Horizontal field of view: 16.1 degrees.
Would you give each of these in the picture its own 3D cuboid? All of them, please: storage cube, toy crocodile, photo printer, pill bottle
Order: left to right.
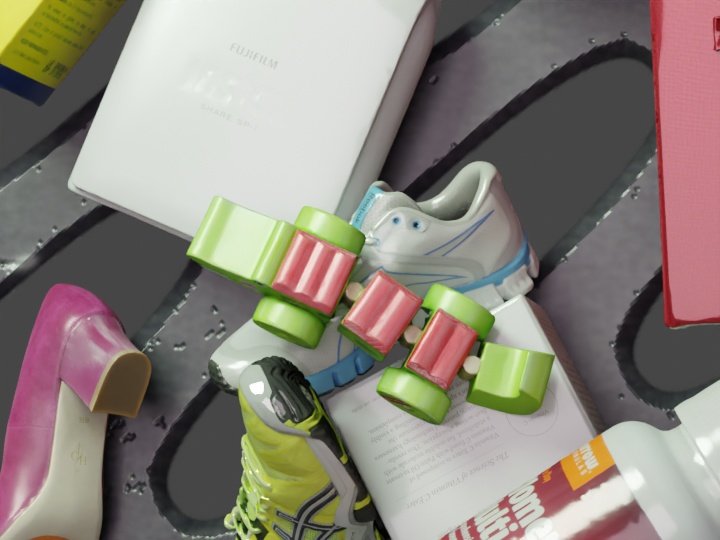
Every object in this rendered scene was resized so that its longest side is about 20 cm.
[{"bbox_3d":[-0.055,-0.106,1.435,0.166,0.069,0.201,24,90,12],"label":"photo printer"},{"bbox_3d":[0.005,0.020,1.308,0.199,0.062,0.068,30,81,2],"label":"toy crocodile"},{"bbox_3d":[0.122,0.144,1.260,0.200,0.110,0.110,-34,80,5],"label":"pill bottle"},{"bbox_3d":[0.240,-0.064,1.311,0.170,0.200,0.181,-2,91,11],"label":"storage cube"}]

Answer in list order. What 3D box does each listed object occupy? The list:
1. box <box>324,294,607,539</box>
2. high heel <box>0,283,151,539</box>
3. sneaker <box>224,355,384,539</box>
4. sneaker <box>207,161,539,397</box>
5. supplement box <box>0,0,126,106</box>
[{"bbox_3d":[0.086,0.132,1.373,0.124,0.097,0.201,-28,80,7],"label":"box"},{"bbox_3d":[-0.189,0.108,1.462,0.096,0.067,0.201,40,113,48],"label":"high heel"},{"bbox_3d":[-0.034,0.125,1.336,0.076,0.200,0.076,-24,46,-3],"label":"sneaker"},{"bbox_3d":[0.000,0.000,1.374,0.199,0.075,0.087,-28,121,-21],"label":"sneaker"},{"bbox_3d":[-0.175,-0.209,1.448,0.109,0.109,0.200,40,93,12],"label":"supplement box"}]
